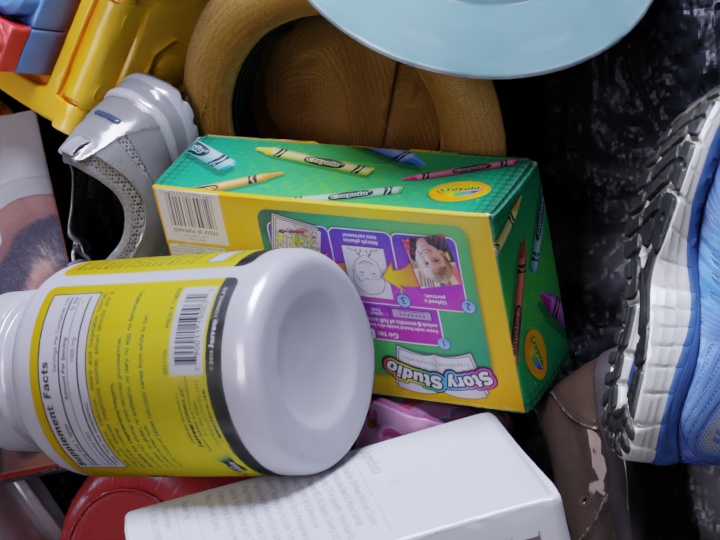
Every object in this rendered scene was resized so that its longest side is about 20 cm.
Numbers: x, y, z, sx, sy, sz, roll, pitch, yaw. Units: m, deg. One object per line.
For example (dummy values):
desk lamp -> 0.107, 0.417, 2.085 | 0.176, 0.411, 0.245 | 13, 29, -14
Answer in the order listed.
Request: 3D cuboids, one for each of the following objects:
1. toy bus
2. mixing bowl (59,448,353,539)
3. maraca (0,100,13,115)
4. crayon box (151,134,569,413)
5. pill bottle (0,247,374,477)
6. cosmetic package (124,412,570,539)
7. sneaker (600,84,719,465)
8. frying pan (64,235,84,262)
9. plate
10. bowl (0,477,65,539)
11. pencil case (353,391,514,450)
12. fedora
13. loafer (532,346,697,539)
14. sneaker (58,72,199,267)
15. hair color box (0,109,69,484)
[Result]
toy bus -> -0.180, -0.153, 1.365 | 0.200, 0.192, 0.136 | 34, 110, 32
mixing bowl -> -0.096, 0.165, 1.354 | 0.200, 0.108, 0.201 | -1, 89, 36
maraca -> -0.241, -0.035, 1.457 | 0.200, 0.107, 0.137 | 69, 164, 0
crayon box -> 0.000, 0.000, 1.251 | 0.200, 0.058, 0.119 | 6, 125, 28
pill bottle -> -0.102, 0.049, 1.232 | 0.200, 0.112, 0.113 | -3, 88, 34
cosmetic package -> 0.005, 0.186, 1.161 | 0.200, 0.165, 0.165 | -16, 102, -4
sneaker -> 0.178, 0.002, 1.190 | 0.079, 0.089, 0.200 | 150, 133, -75
frying pan -> -0.148, 0.055, 1.437 | 0.115, 0.031, 0.190 | 30, 113, 32
plate -> 0.055, -0.178, 1.209 | 0.200, 0.200, 0.026 | 48, 152, 25
bowl -> -0.227, 0.151, 1.421 | 0.090, 0.201, 0.201 | -35, 67, -4
pencil case -> 0.024, 0.163, 1.286 | 0.087, 0.087, 0.200 | 16, 100, 34
fedora -> 0.002, -0.091, 1.282 | 0.200, 0.082, 0.201 | 16, 130, 20
loafer -> 0.129, 0.142, 1.225 | 0.071, 0.073, 0.200 | -15, 72, 39
sneaker -> -0.129, -0.008, 1.325 | 0.075, 0.082, 0.200 | 21, 133, 39
hair color box -> -0.217, 0.020, 1.341 | 0.064, 0.111, 0.200 | -28, 74, 63
